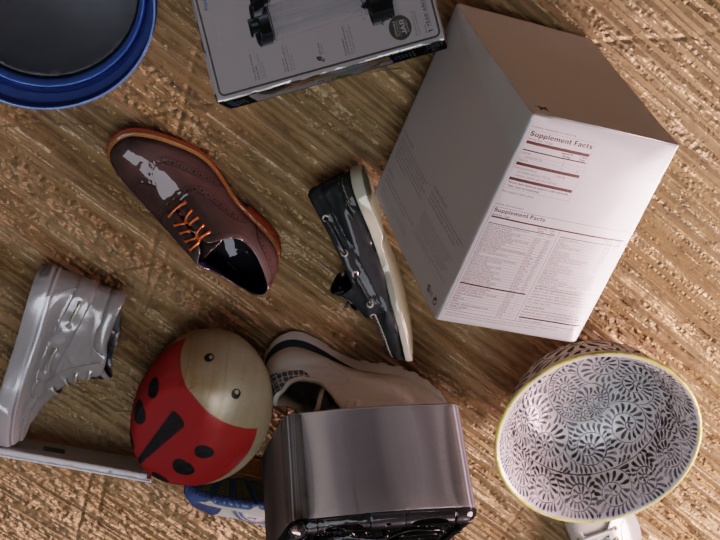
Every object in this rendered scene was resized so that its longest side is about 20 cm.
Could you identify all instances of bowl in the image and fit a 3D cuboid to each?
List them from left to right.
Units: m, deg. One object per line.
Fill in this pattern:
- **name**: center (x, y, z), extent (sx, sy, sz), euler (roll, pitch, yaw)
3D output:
- **bowl**: center (-0.271, -0.235, 1.362), extent (0.198, 0.039, 0.202), euler (-2, 121, -3)
- **bowl**: center (0.224, 0.138, 1.572), extent (0.198, 0.095, 0.202), euler (-1, 122, -2)

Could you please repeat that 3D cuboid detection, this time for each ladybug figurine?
- **ladybug figurine**: center (-0.162, 0.140, 1.541), extent (0.136, 0.072, 0.200), euler (47, 129, 11)

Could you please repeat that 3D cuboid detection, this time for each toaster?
- **toaster**: center (0.003, 0.205, 1.510), extent (0.179, 0.120, 0.200), euler (-3, 160, -12)

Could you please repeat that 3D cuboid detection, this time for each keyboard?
- **keyboard**: center (-0.305, 0.183, 1.602), extent (0.198, 0.056, 0.011), euler (12, 97, -10)

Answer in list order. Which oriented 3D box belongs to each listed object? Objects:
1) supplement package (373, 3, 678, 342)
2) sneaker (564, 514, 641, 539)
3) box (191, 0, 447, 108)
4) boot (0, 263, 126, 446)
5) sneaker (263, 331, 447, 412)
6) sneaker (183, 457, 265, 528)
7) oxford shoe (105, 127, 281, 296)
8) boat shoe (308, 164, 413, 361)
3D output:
- **supplement package**: center (0.133, -0.083, 1.373), extent (0.146, 0.192, 0.201), euler (9, 122, -25)
- **sneaker**: center (0.271, 0.313, 1.695), extent (0.072, 0.085, 0.201), euler (-22, 118, 12)
- **box**: center (-0.037, -0.218, 1.345), extent (0.198, 0.060, 0.118), euler (-16, 90, 5)
- **boot**: center (-0.285, 0.095, 1.538), extent (0.095, 0.074, 0.201), euler (18, 118, -6)
- **sneaker**: center (-0.004, 0.131, 1.574), extent (0.198, 0.081, 0.077), euler (18, 117, -15)
- **sneaker**: center (-0.082, 0.247, 1.642), extent (0.198, 0.076, 0.089), euler (6, 125, -4)
- **oxford shoe**: center (-0.148, -0.053, 1.458), extent (0.200, 0.073, 0.071), euler (38, 113, -22)
- **boat shoe**: center (0.000, 0.001, 1.499), extent (0.065, 0.075, 0.201), euler (-14, 120, 8)
